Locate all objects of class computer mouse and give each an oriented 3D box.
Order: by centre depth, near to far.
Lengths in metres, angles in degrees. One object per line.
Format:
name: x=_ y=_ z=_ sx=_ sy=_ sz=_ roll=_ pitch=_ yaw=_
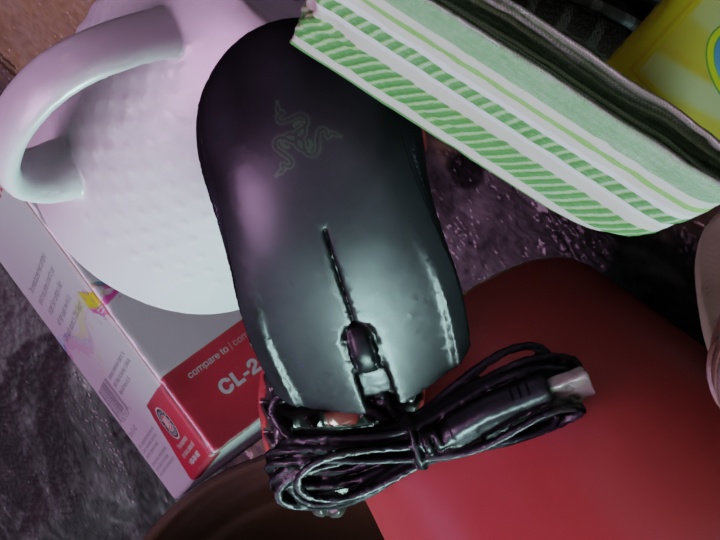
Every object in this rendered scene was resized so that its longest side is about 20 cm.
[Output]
computer mouse: x=0.000 y=0.000 z=1.064 sx=0.053 sy=0.138 sz=0.201 roll=-91 pitch=-20 yaw=-69

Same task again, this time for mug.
mug: x=-0.075 y=-0.080 z=1.225 sx=0.148 sy=0.200 sz=0.175 roll=62 pitch=144 yaw=18

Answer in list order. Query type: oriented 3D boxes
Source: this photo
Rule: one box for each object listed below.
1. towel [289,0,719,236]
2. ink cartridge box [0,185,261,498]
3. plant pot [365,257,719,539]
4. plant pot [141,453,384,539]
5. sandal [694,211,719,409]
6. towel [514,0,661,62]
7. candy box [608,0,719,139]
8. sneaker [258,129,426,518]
towel: x=0.047 y=-0.061 z=0.922 sx=0.152 sy=0.023 sz=0.200 roll=33 pitch=173 yaw=-2
ink cartridge box: x=-0.114 y=0.006 z=1.424 sx=0.200 sy=0.083 sz=0.146 roll=53 pitch=164 yaw=4
plant pot: x=0.099 y=0.104 z=1.184 sx=0.177 sy=0.200 sz=0.201 roll=49 pitch=148 yaw=28
plant pot: x=-0.011 y=0.219 z=1.439 sx=0.200 sy=0.200 sz=0.174 roll=28 pitch=156 yaw=35
sandal: x=0.170 y=0.044 z=1.060 sx=0.080 sy=0.201 sz=0.057 roll=-26 pitch=134 yaw=20
towel: x=0.079 y=-0.090 z=1.025 sx=0.165 sy=0.086 sz=0.200 roll=35 pitch=173 yaw=-9
candy box: x=0.185 y=-0.035 z=0.896 sx=0.200 sy=0.026 sz=0.102 roll=42 pitch=119 yaw=2
sneaker: x=-0.010 y=-0.001 z=1.145 sx=0.098 sy=0.071 sz=0.201 roll=-110 pitch=20 yaw=-69
